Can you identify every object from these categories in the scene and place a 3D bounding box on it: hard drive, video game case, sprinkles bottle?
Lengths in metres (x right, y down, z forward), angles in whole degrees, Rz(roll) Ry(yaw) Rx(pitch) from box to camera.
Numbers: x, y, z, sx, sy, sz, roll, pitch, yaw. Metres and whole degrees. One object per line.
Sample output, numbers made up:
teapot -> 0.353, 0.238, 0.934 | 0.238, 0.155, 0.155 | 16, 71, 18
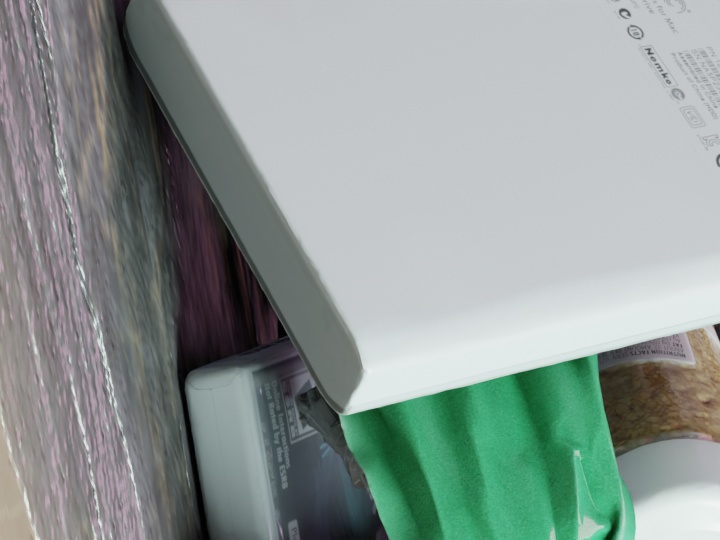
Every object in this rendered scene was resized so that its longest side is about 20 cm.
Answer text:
hard drive -> 0.050, -0.038, 0.769 | 0.132, 0.199, 0.026 | 60, -37, 26
video game case -> 0.012, 0.113, 0.849 | 0.182, 0.023, 0.201 | -18, 100, -65
sprinkles bottle -> 0.081, 0.041, 0.848 | 0.200, 0.068, 0.069 | -100, 179, -61

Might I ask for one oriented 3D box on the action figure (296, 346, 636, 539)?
action figure -> 0.023, 0.025, 0.760 | 0.055, 0.118, 0.201 | 107, -32, -54

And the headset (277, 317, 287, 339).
headset -> 0.000, 0.000, 1.002 | 0.124, 0.094, 0.201 | 56, 37, -48
